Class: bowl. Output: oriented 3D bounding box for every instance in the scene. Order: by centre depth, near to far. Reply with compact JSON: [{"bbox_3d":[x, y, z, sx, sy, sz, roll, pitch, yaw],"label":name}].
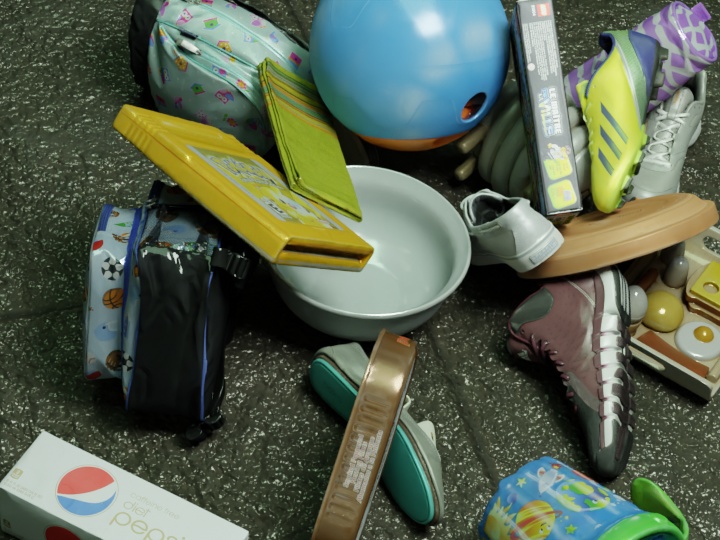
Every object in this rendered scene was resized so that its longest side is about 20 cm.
[{"bbox_3d":[0.000,0.000,1.426,0.199,0.091,0.202,4,45,-4],"label":"bowl"}]

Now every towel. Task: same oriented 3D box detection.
[{"bbox_3d":[-0.048,-0.128,1.443,0.086,0.018,0.201,24,31,-31],"label":"towel"}]

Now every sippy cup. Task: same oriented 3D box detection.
[{"bbox_3d":[0.169,0.223,1.212,0.177,0.140,0.130,19,15,-48],"label":"sippy cup"}]

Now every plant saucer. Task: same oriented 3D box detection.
[{"bbox_3d":[0.242,-0.037,1.447,0.198,0.033,0.200,-16,7,2],"label":"plant saucer"}]

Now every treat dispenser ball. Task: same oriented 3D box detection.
[{"bbox_3d":[0.049,-0.219,1.489,0.199,0.202,0.202,4,45,-4],"label":"treat dispenser ball"}]

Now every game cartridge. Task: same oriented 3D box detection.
[{"bbox_3d":[-0.099,-0.071,1.316,0.200,0.033,0.176,41,14,21],"label":"game cartridge"}]

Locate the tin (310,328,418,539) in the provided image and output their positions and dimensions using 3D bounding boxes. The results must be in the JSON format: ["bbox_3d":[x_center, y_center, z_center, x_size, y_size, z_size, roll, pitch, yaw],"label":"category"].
[{"bbox_3d":[0.003,0.148,1.222,0.042,0.202,0.112,18,2,9],"label":"tin"}]

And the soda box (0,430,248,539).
[{"bbox_3d":[-0.191,0.209,1.214,0.199,0.064,0.068,23,47,15],"label":"soda box"}]

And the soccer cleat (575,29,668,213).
[{"bbox_3d":[0.247,-0.148,1.494,0.083,0.065,0.202,15,68,5],"label":"soccer cleat"}]

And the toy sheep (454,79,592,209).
[{"bbox_3d":[0.181,-0.122,1.548,0.200,0.138,0.138,40,53,19],"label":"toy sheep"}]

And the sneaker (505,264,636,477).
[{"bbox_3d":[0.188,0.094,1.380,0.114,0.076,0.202,-6,62,21],"label":"sneaker"}]

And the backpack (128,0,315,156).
[{"bbox_3d":[-0.143,-0.208,1.582,0.199,0.167,0.127,29,65,11],"label":"backpack"}]

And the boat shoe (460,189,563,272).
[{"bbox_3d":[0.127,-0.045,1.435,0.072,0.069,0.200,-37,13,-1],"label":"boat shoe"}]

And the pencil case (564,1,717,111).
[{"bbox_3d":[0.282,-0.204,1.602,0.084,0.199,0.086,54,33,-7],"label":"pencil case"}]

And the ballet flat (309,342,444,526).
[{"bbox_3d":[0.030,0.135,1.318,0.063,0.068,0.200,-14,49,-35],"label":"ballet flat"}]

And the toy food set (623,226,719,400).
[{"bbox_3d":[0.317,0.025,1.466,0.143,0.061,0.200,29,50,20],"label":"toy food set"}]

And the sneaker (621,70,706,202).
[{"bbox_3d":[0.322,-0.146,1.612,0.075,0.092,0.201,18,47,10],"label":"sneaker"}]

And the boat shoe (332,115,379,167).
[{"bbox_3d":[-0.013,-0.174,1.609,0.062,0.073,0.201,-14,44,-16],"label":"boat shoe"}]

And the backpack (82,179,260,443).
[{"bbox_3d":[-0.166,0.016,1.333,0.153,0.202,0.191,14,29,0],"label":"backpack"}]

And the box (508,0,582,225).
[{"bbox_3d":[0.175,-0.148,1.433,0.034,0.110,0.202,-8,85,1],"label":"box"}]
